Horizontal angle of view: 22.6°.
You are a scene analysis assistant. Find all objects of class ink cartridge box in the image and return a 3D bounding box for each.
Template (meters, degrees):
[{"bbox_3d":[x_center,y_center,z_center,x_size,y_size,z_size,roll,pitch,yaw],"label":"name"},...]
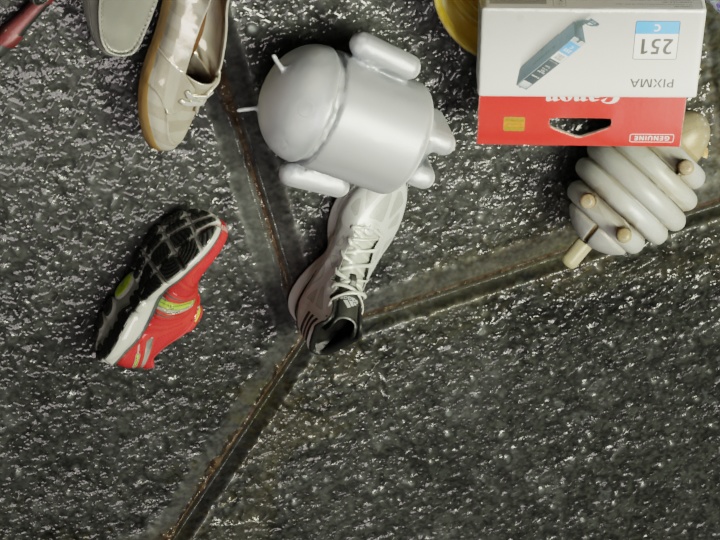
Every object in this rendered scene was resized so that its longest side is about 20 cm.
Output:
[{"bbox_3d":[0.206,-0.174,1.647,0.199,0.045,0.177,1,129,2],"label":"ink cartridge box"}]

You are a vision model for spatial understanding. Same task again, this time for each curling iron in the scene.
[{"bbox_3d":[-0.324,-0.209,1.605,0.200,0.026,0.050,-42,160,18],"label":"curling iron"}]

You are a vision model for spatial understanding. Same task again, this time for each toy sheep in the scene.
[{"bbox_3d":[0.269,-0.081,1.788,0.200,0.138,0.138,-44,123,7],"label":"toy sheep"}]

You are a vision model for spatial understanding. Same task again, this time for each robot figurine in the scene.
[{"bbox_3d":[-0.012,-0.141,1.683,0.200,0.113,0.170,19,114,-25],"label":"robot figurine"}]

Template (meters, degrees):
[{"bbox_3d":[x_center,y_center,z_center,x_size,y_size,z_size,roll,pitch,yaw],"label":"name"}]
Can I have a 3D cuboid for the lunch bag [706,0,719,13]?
[{"bbox_3d":[0.314,-0.347,1.604,0.127,0.170,0.200,-23,127,-6],"label":"lunch bag"}]

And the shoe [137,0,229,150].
[{"bbox_3d":[-0.156,-0.194,1.631,0.070,0.053,0.200,-30,140,-53],"label":"shoe"}]

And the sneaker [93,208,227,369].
[{"bbox_3d":[-0.185,0.019,1.777,0.085,0.077,0.200,19,123,-38],"label":"sneaker"}]

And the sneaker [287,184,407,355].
[{"bbox_3d":[0.000,0.000,1.778,0.076,0.115,0.201,18,116,-24],"label":"sneaker"}]

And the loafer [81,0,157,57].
[{"bbox_3d":[-0.199,-0.273,1.569,0.070,0.070,0.200,-9,126,-27],"label":"loafer"}]

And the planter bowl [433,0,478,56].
[{"bbox_3d":[0.157,-0.290,1.643,0.200,0.084,0.201,-5,131,-5],"label":"planter bowl"}]
